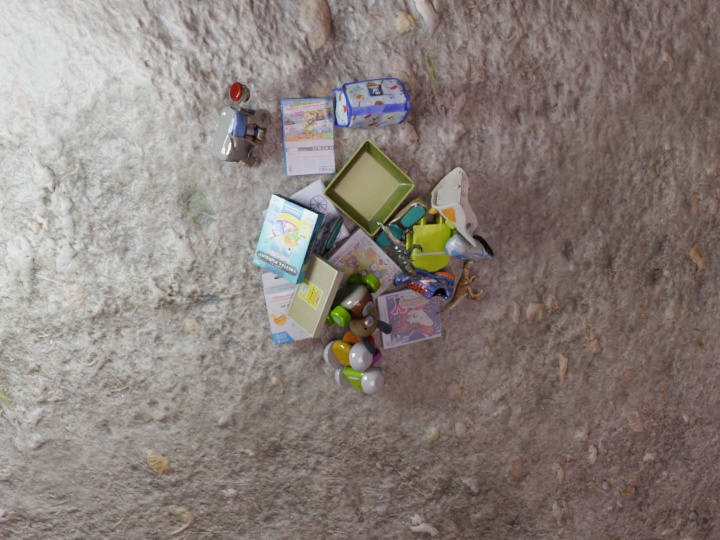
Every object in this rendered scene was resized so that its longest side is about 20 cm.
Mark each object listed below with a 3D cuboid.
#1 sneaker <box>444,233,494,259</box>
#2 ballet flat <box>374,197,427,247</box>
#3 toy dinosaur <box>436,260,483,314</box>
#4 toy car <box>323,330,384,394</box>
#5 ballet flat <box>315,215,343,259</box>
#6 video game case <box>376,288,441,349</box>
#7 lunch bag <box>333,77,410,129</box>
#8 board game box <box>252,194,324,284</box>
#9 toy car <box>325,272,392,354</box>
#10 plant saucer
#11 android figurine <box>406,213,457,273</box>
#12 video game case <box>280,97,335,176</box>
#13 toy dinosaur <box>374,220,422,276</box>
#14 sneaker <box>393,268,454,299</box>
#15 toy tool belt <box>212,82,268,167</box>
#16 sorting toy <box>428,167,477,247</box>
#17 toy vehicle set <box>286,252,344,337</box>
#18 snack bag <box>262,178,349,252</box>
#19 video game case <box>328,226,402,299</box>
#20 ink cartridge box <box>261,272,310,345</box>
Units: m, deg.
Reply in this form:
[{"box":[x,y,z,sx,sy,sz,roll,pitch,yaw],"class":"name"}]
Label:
[{"box":[0.332,-0.065,1.687,0.198,0.073,0.072,8,140,-39],"class":"sneaker"},{"box":[0.122,-0.139,1.620,0.068,0.063,0.199,41,123,-20],"class":"ballet flat"},{"box":[0.326,0.066,1.756,0.105,0.060,0.203,23,97,5],"class":"toy dinosaur"},{"box":[-0.002,0.273,1.697,0.150,0.173,0.202,-43,117,-37],"class":"toy car"},{"box":[-0.112,-0.070,1.569,0.073,0.074,0.203,19,100,-19],"class":"ballet flat"},{"box":[0.154,0.143,1.747,0.196,0.023,0.185,-12,110,-10],"class":"video game case"},{"box":[0.026,-0.427,1.432,0.167,0.200,0.126,-8,110,-10],"class":"lunch bag"},{"box":[-0.198,-0.086,1.513,0.149,0.047,0.203,24,104,18],"class":"board game box"},{"box":[0.010,0.138,1.584,0.164,0.157,0.201,-46,109,-24],"class":"toy car"},{"box":[0.022,-0.236,1.577,0.199,0.048,0.201,39,96,-22],"class":"plant saucer"},{"box":[0.210,-0.082,1.677,0.179,0.041,0.204,-7,109,-12],"class":"android figurine"},{"box":[-0.141,-0.363,1.511,0.140,0.018,0.204,-5,109,-11],"class":"video game case"},{"box":[0.124,-0.071,1.587,0.087,0.048,0.202,-26,104,19],"class":"toy dinosaur"},{"box":[0.196,0.045,1.670,0.196,0.080,0.076,3,152,-11],"class":"sneaker"},{"box":[-0.298,-0.371,1.432,0.122,0.124,0.203,3,114,-47],"class":"toy tool belt"},{"box":[0.290,-0.163,1.607,0.106,0.201,0.180,-28,117,30],"class":"sorting toy"},{"box":[-0.128,0.066,1.524,0.026,0.124,0.203,3,114,-50],"class":"toy vehicle set"},{"box":[-0.154,-0.132,1.583,0.198,0.021,0.190,-29,111,0],"class":"snack bag"},{"box":[0.000,0.000,1.652,0.182,0.023,0.200,-43,113,10],"class":"video game case"},{"box":[-0.216,0.104,1.619,0.113,0.068,0.203,-12,110,-10],"class":"ink cartridge box"}]
